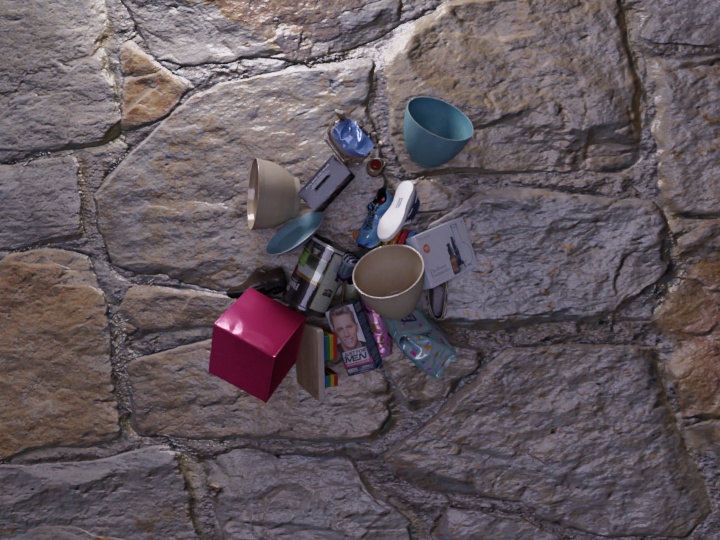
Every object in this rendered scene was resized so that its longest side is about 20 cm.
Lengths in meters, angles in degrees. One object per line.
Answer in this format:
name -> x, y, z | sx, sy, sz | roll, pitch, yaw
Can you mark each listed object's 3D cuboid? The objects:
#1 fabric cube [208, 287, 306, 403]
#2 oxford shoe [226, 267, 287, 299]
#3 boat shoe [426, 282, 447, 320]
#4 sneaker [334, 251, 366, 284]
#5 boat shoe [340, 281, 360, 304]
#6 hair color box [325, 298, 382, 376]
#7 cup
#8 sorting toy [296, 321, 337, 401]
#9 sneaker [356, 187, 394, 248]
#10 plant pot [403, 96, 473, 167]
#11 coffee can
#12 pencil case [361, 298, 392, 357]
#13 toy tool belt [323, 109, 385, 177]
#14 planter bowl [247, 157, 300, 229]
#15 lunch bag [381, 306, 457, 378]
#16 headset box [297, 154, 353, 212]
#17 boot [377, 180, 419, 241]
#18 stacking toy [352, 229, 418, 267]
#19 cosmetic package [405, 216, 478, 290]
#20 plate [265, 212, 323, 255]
fabric cube -> -0.295, 0.212, 1.665 | 0.196, 0.197, 0.203 | 24, 127, 9
oxford shoe -> -0.317, 0.039, 1.765 | 0.195, 0.073, 0.086 | -14, 70, 8
boat shoe -> 0.226, 0.046, 1.719 | 0.070, 0.060, 0.205 | -1, 95, 5
sneaker -> 0.000, 0.000, 1.683 | 0.074, 0.198, 0.089 | 44, 111, 34
boat shoe -> -0.032, 0.106, 1.737 | 0.074, 0.074, 0.205 | -1, 95, 5
hair color box -> -0.020, 0.195, 1.682 | 0.098, 0.060, 0.204 | -18, 96, 25
cup -> 0.088, 0.050, 1.583 | 0.195, 0.203, 0.145 | -13, 132, 5
sorting toy -> -0.129, 0.254, 1.710 | 0.068, 0.198, 0.205 | -5, 98, -25
sneaker -> 0.033, -0.153, 1.661 | 0.077, 0.090, 0.203 | 9, 59, 30
plant pot -> 0.202, -0.373, 1.633 | 0.197, 0.202, 0.136 | 24, 133, 1
coffee can -> -0.124, 0.014, 1.700 | 0.144, 0.146, 0.203 | 26, 96, 1
pencil case -> 0.048, 0.160, 1.734 | 0.081, 0.086, 0.205 | 0, 96, 36
toy tool belt -> -0.007, -0.362, 1.650 | 0.199, 0.123, 0.125 | 39, 63, 0
planter bowl -> -0.248, -0.216, 1.678 | 0.132, 0.200, 0.206 | 2, 96, -20
lunch bag -> 0.155, 0.184, 1.647 | 0.198, 0.171, 0.123 | 33, 105, -28
headset box -> -0.095, -0.244, 1.646 | 0.075, 0.200, 0.149 | 44, 98, -2
boot -> 0.117, -0.149, 1.656 | 0.072, 0.091, 0.203 | 14, 66, 33
stacking toy -> 0.067, -0.084, 1.710 | 0.196, 0.116, 0.112 | 18, 91, 17
cosmetic package -> 0.236, -0.051, 1.660 | 0.197, 0.051, 0.154 | -23, 93, -33
plate -> -0.186, -0.101, 1.677 | 0.198, 0.201, 0.026 | -31, 116, 7
